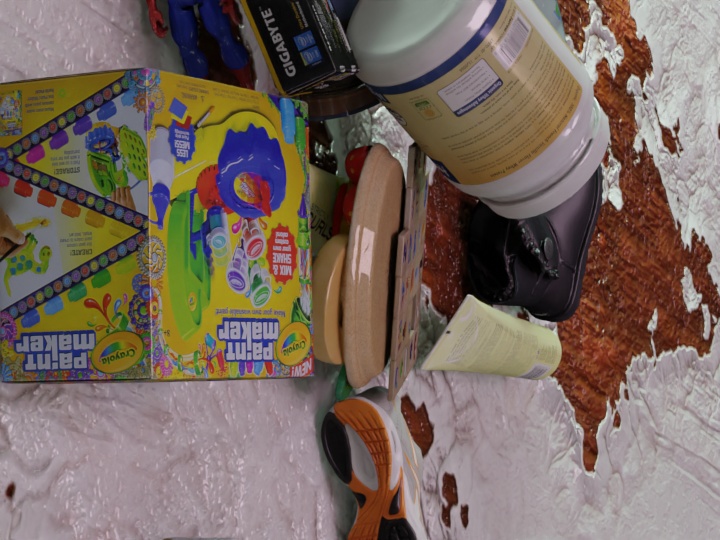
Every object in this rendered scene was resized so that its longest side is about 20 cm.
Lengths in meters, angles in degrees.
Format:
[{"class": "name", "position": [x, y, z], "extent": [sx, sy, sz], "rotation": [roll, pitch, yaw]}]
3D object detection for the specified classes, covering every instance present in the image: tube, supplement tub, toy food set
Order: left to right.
[{"class": "tube", "position": [-0.049, -0.058, 1.608], "extent": [0.052, 0.058, 0.200], "rotation": [48, 7, 23]}, {"class": "toy food set", "position": [0.000, 0.000, 1.638], "extent": [0.198, 0.048, 0.201], "rotation": [75, 22, -64]}, {"class": "supplement tub", "position": [0.096, -0.149, 1.643], "extent": [0.200, 0.144, 0.145], "rotation": [46, 46, -34]}, {"class": "tube", "position": [0.121, 0.064, 1.887], "extent": [0.200, 0.052, 0.059], "rotation": [13, 71, -60]}]

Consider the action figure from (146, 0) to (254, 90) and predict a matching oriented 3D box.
[{"class": "action figure", "position": [-0.118, -0.190, 1.477], "extent": [0.052, 0.065, 0.201], "rotation": [-79, 154, -62]}]

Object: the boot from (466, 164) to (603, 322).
[{"class": "boot", "position": [0.165, -0.056, 1.971], "extent": [0.168, 0.076, 0.202], "rotation": [23, 72, -63]}]

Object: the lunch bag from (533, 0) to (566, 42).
[{"class": "lunch bag", "position": [0.123, -0.202, 1.912], "extent": [0.161, 0.077, 0.200], "rotation": [66, 34, -30]}]

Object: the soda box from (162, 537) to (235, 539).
[{"class": "soda box", "position": [-0.107, 0.289, 1.441], "extent": [0.068, 0.063, 0.202], "rotation": [-35, 118, -58]}]

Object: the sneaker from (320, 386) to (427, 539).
[{"class": "sneaker", "position": [0.029, 0.189, 1.699], "extent": [0.092, 0.075, 0.202], "rotation": [-34, 118, -63]}]

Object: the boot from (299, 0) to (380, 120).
[{"class": "boot", "position": [0.010, -0.197, 1.704], "extent": [0.200, 0.074, 0.098], "rotation": [-38, 122, -55]}]

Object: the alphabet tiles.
[{"class": "alphabet tiles", "position": [0.041, -0.007, 1.713], "extent": [0.167, 0.007, 0.202], "rotation": [-47, 141, -78]}]

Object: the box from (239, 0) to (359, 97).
[{"class": "box", "position": [-0.065, -0.226, 1.491], "extent": [0.160, 0.049, 0.201], "rotation": [-53, 121, -83]}]

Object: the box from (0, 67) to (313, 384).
[{"class": "box", "position": [-0.132, -0.023, 1.373], "extent": [0.200, 0.121, 0.194], "rotation": [3, 85, -61]}]
